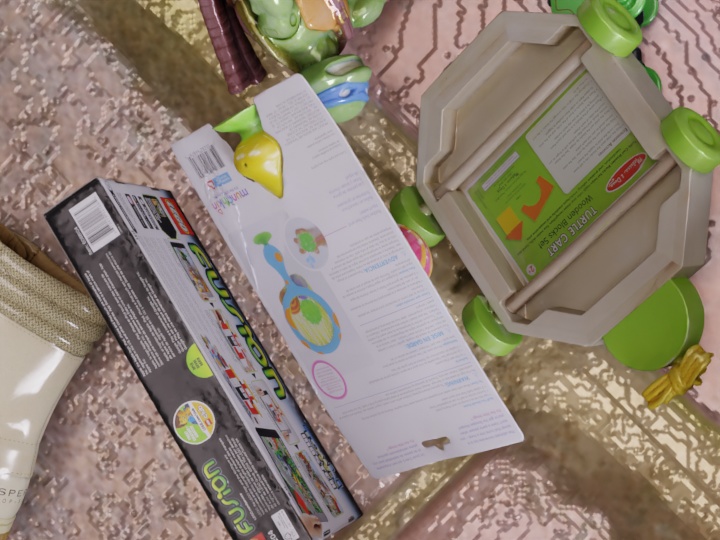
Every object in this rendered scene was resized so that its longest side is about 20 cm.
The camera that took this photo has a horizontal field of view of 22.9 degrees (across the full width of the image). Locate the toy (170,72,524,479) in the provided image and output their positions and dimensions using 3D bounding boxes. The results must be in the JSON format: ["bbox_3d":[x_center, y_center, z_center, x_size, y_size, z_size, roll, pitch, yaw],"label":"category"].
[{"bbox_3d":[0.000,0.000,0.867,0.115,0.047,0.200,-22,106,50],"label":"toy"}]

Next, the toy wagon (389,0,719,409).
[{"bbox_3d":[0.103,-0.025,0.841,0.155,0.040,0.200,-45,67,32],"label":"toy wagon"}]

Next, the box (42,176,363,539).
[{"bbox_3d":[-0.074,0.050,0.876,0.035,0.110,0.200,-33,82,10],"label":"box"}]

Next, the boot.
[{"bbox_3d":[-0.241,0.033,0.929,0.200,0.073,0.156,29,95,9],"label":"boot"}]

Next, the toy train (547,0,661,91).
[{"bbox_3d":[0.118,-0.080,0.875,0.056,0.042,0.201,-2,89,21],"label":"toy train"}]

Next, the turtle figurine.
[{"bbox_3d":[-0.015,-0.183,0.851,0.144,0.200,0.194,-22,78,-18],"label":"turtle figurine"}]
